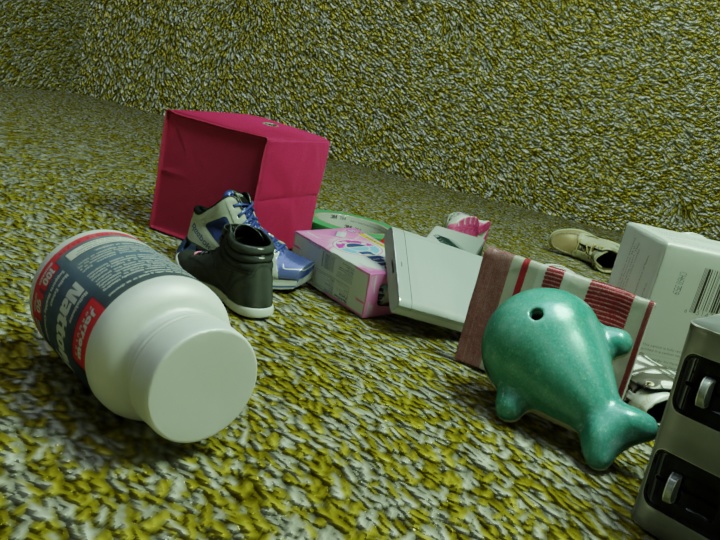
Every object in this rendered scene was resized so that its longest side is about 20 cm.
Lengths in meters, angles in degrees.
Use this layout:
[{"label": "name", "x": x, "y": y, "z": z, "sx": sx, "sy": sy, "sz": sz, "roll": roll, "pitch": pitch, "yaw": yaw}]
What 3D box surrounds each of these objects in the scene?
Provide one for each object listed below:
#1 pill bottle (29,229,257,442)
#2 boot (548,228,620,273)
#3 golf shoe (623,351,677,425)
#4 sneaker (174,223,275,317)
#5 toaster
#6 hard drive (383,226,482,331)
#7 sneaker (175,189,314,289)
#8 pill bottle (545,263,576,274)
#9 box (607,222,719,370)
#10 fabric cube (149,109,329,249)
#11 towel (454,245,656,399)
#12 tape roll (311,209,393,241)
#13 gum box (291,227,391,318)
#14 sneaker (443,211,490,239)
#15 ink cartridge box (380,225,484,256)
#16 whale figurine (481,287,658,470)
[{"label": "pill bottle", "x": -0.175, "y": 0.050, "z": 0.572, "sx": 0.119, "sy": 0.120, "sz": 0.200, "roll": 0, "pitch": 18, "yaw": -43}, {"label": "boot", "x": 0.578, "y": -0.048, "z": 1.790, "sx": 0.199, "sy": 0.072, "sz": 0.155, "roll": 16, "pitch": 16, "yaw": 7}, {"label": "golf shoe", "x": 0.307, "y": 0.129, "z": 0.806, "sx": 0.200, "sy": 0.078, "sz": 0.094, "roll": 18, "pitch": 15, "yaw": 22}, {"label": "sneaker", "x": -0.169, "y": -0.020, "z": 0.901, "sx": 0.071, "sy": 0.099, "sz": 0.200, "roll": -2, "pitch": 19, "yaw": -43}, {"label": "toaster", "x": 0.329, "y": 0.133, "z": 0.587, "sx": 0.119, "sy": 0.181, "sz": 0.200, "roll": 23, "pitch": 17, "yaw": 40}, {"label": "hard drive", "x": 0.127, "y": 0.023, "z": 0.964, "sx": 0.200, "sy": 0.027, "sz": 0.132, "roll": 17, "pitch": 47, "yaw": -24}, {"label": "sneaker", "x": -0.161, "y": -0.050, "z": 0.994, "sx": 0.199, "sy": 0.115, "sz": 0.081, "roll": 16, "pitch": 15, "yaw": 12}, {"label": "pill bottle", "x": 0.276, "y": 0.055, "z": 0.996, "sx": 0.112, "sy": 0.112, "sz": 0.200, "roll": 12, "pitch": 13, "yaw": -7}, {"label": "box", "x": 0.443, "y": 0.059, "z": 0.952, "sx": 0.198, "sy": 0.200, "sz": 0.131, "roll": 12, "pitch": 16, "yaw": -4}, {"label": "fabric cube", "x": -0.197, "y": -0.147, "z": 1.172, "sx": 0.196, "sy": 0.200, "sz": 0.199, "roll": 20, "pitch": 16, "yaw": 22}, {"label": "towel", "x": 0.215, "y": 0.069, "z": 0.812, "sx": 0.200, "sy": 0.144, "sz": 0.023, "roll": 21, "pitch": 12, "yaw": 29}, {"label": "tape roll", "x": -0.019, "y": -0.068, "z": 1.345, "sx": 0.200, "sy": 0.048, "sz": 0.200, "roll": 13, "pitch": 14, "yaw": -3}, {"label": "gum box", "x": 0.000, "y": 0.000, "z": 1.025, "sx": 0.113, "sy": 0.066, "sz": 0.200, "roll": -5, "pitch": 24, "yaw": -37}, {"label": "sneaker", "x": 0.228, "y": -0.092, "z": 1.628, "sx": 0.088, "sy": 0.082, "sz": 0.200, "roll": 18, "pitch": 6, "yaw": 24}, {"label": "ink cartridge box", "x": 0.097, "y": -0.021, "z": 1.172, "sx": 0.173, "sy": 0.044, "sz": 0.200, "roll": 18, "pitch": 31, "yaw": 15}, {"label": "whale figurine", "x": 0.203, "y": 0.097, "z": 0.708, "sx": 0.159, "sy": 0.104, "sz": 0.200, "roll": -28, "pitch": 43, "yaw": -4}]
